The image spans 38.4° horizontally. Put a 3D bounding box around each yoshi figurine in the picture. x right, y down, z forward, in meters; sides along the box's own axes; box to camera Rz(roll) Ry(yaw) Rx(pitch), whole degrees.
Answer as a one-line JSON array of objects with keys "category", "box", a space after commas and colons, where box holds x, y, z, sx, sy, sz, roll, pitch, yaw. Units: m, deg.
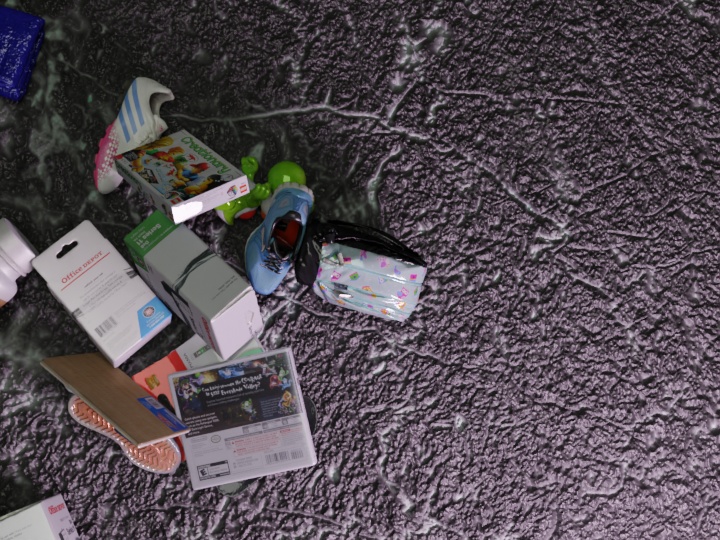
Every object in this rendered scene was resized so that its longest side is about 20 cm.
[{"category": "yoshi figurine", "box": [-0.168, -0.136, 1.622, 0.199, 0.112, 0.113, 5, 76, -5]}]

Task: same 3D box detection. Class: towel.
[{"category": "towel", "box": [-0.620, -0.364, 1.654, 0.199, 0.050, 0.148, 15, 83, -1]}]

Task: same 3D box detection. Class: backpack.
[{"category": "backpack", "box": [0.000, 0.000, 1.599, 0.199, 0.167, 0.127, 18, 100, -6]}]

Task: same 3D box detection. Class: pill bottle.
[{"category": "pill bottle", "box": [-0.592, 0.017, 1.576, 0.200, 0.114, 0.114, -41, 87, -7]}]

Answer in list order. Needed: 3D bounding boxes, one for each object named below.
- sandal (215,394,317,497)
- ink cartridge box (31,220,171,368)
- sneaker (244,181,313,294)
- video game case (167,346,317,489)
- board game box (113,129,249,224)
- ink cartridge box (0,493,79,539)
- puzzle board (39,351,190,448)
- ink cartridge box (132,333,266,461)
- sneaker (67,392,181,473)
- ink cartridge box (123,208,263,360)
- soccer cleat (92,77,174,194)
[{"category": "sandal", "box": [-0.141, 0.275, 1.599, 0.200, 0.048, 0.075, -44, 86, -6]}, {"category": "ink cartridge box", "box": [-0.400, 0.035, 1.599, 0.116, 0.068, 0.200, -40, 87, -17]}, {"category": "sneaker", "box": [-0.132, -0.037, 1.579, 0.078, 0.090, 0.200, 15, 127, -10]}, {"category": "video game case", "box": [-0.181, 0.225, 1.576, 0.199, 0.023, 0.182, -13, 88, 11]}, {"category": "board game box", "box": [-0.273, -0.145, 1.563, 0.126, 0.035, 0.200, -27, 41, -26]}, {"category": "ink cartridge box", "box": [-0.450, 0.436, 1.507, 0.083, 0.147, 0.201, -24, 86, -8]}, {"category": "puzzle board", "box": [-0.362, 0.190, 1.531, 0.200, 0.151, 0.017, 37, 100, 15]}, {"category": "ink cartridge box", "box": [-0.233, 0.178, 1.608, 0.200, 0.050, 0.161, -31, 85, -8]}, {"category": "sneaker", "box": [-0.356, 0.232, 1.586, 0.200, 0.080, 0.071, 41, 100, -18]}, {"category": "ink cartridge box", "box": [-0.247, 0.021, 1.546, 0.200, 0.147, 0.083, 40, 70, 21]}, {"category": "soccer cleat", "box": [-0.357, -0.211, 1.635, 0.086, 0.070, 0.201, 16, 81, 8]}]
